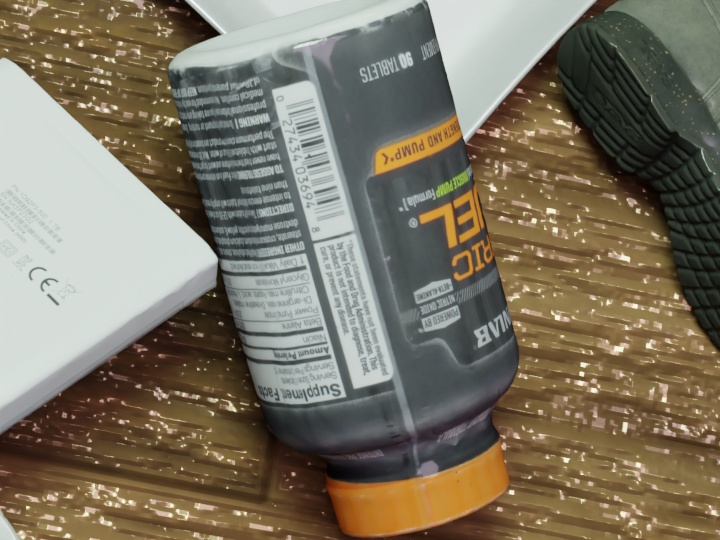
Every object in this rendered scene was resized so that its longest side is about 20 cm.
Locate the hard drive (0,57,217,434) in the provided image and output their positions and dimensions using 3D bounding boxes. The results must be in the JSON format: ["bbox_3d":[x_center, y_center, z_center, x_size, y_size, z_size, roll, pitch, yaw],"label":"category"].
[{"bbox_3d":[-0.171,0.011,1.108,0.200,0.026,0.132,-35,64,-27],"label":"hard drive"}]

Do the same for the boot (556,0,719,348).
[{"bbox_3d":[0.182,-0.051,1.232,0.130,0.068,0.201,-32,92,-29],"label":"boot"}]

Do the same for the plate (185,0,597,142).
[{"bbox_3d":[0.006,-0.158,1.227,0.200,0.032,0.200,44,71,-2],"label":"plate"}]

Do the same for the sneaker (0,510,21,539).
[{"bbox_3d":[-0.161,0.146,1.089,0.111,0.077,0.200,-35,83,-24],"label":"sneaker"}]

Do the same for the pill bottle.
[{"bbox_3d":[0.000,0.000,1.138,0.106,0.106,0.201,-18,100,-17],"label":"pill bottle"}]
